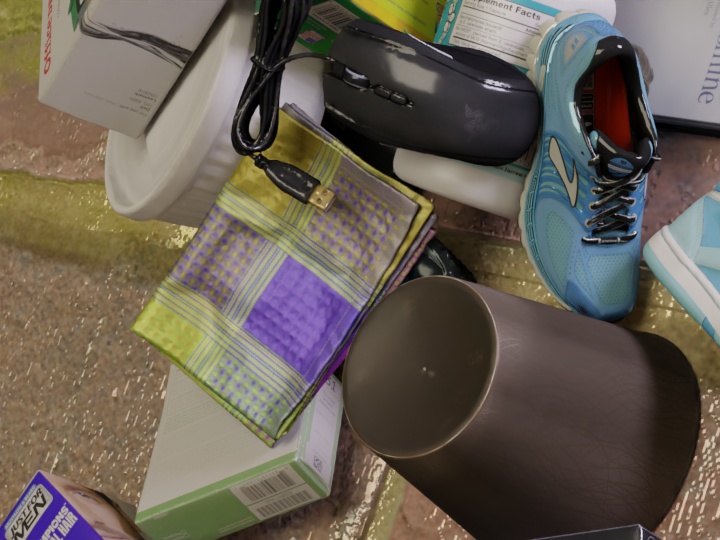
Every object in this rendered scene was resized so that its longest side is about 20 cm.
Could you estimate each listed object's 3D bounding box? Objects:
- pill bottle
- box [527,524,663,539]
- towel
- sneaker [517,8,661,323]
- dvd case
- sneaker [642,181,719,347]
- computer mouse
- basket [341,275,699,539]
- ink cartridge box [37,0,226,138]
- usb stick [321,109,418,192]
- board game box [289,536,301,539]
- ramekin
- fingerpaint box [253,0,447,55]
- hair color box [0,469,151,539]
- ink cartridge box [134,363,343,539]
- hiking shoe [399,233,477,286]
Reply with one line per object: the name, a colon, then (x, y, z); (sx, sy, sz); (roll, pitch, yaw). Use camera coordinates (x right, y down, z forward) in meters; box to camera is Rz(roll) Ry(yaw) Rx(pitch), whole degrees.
pill bottle: (0.102, -0.140, 1.548); (0.111, 0.111, 0.201); (23, 95, 42)
box: (0.111, 0.232, 1.388); (0.200, 0.132, 0.115); (-12, 60, 34)
towel: (-0.053, 0.000, 1.567); (0.144, 0.023, 0.200); (39, 100, 18)
sneaker: (0.147, -0.061, 1.470); (0.090, 0.078, 0.201); (-149, 51, -69)
dvd case: (0.197, -0.165, 1.572); (0.200, 0.018, 0.143); (11, 77, 41)
sneaker: (0.267, 0.000, 1.402); (0.131, 0.079, 0.200); (-50, 49, 12)
computer mouse: (0.006, -0.093, 1.487); (0.200, 0.046, 0.141); (25, 110, 10)
basket: (0.090, 0.089, 1.421); (0.136, 0.200, 0.181); (37, 96, 42)
ink cartridge box: (-0.148, -0.214, 1.623); (0.200, 0.084, 0.146); (-52, 29, 37)
usb stick: (-0.021, -0.107, 1.712); (0.200, 0.033, 0.056); (44, 109, 41)
board game box: (-0.062, 0.267, 1.509); (0.200, 0.134, 0.034); (-46, 49, 12)
ramekin: (-0.099, -0.119, 1.670); (0.202, 0.094, 0.203); (-44, 35, 43)
fingerpaint box: (0.017, -0.218, 1.617); (0.073, 0.200, 0.167); (-13, 64, 35)
hair color box: (-0.155, 0.226, 1.619); (0.200, 0.109, 0.065); (36, 95, 42)
ink cartridge box: (-0.079, 0.094, 1.661); (0.145, 0.048, 0.200); (-24, 35, 28)
hiking shoe: (0.000, 0.000, 1.616); (0.200, 0.074, 0.087); (24, 77, 49)
